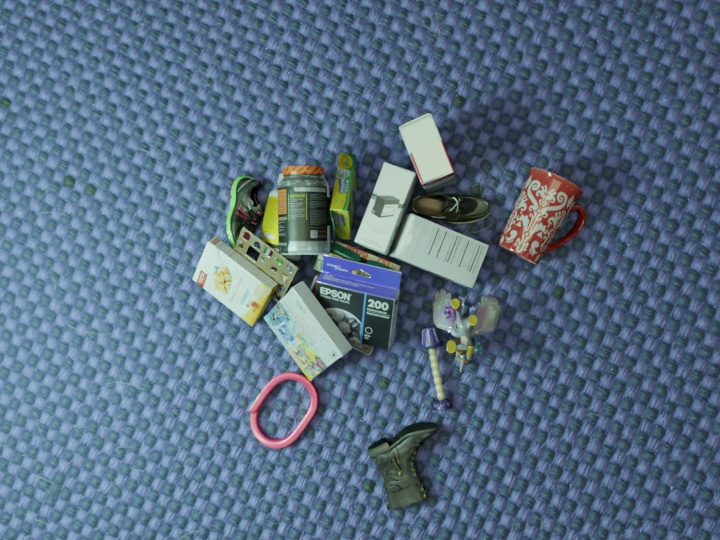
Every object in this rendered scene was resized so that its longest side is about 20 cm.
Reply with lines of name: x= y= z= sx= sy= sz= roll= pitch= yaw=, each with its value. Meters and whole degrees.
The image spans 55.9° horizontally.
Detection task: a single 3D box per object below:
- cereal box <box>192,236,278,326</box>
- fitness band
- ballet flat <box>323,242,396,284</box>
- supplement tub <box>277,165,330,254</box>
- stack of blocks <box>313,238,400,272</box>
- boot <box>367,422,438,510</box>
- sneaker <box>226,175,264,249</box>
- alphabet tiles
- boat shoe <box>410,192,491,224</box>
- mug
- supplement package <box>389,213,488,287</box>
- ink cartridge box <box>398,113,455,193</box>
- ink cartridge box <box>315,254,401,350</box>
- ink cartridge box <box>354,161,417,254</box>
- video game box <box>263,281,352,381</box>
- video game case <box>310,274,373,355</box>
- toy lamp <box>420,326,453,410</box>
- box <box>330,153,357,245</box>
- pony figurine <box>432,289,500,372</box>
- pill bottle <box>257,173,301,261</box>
cereal box: x=-0.313 y=0.028 z=1.682 sx=0.200 sy=0.040 sz=0.144 roll=36 pitch=128 yaw=5
fitness band: x=-0.193 y=0.348 z=1.700 sx=0.143 sy=0.037 sz=0.200 roll=36 pitch=93 yaw=3
ballet flat: x=0.000 y=0.000 z=1.626 sx=0.199 sy=0.071 sz=0.066 roll=27 pitch=118 yaw=8
supplement tub: x=-0.130 y=-0.137 z=1.566 sx=0.122 sy=0.123 sz=0.201 roll=0 pitch=92 yaw=5
stack of blocks: x=-0.012 y=0.007 z=1.680 sx=0.199 sy=0.059 sz=0.116 roll=22 pitch=91 yaw=5
boot: x=0.126 y=0.478 z=1.657 sx=0.199 sy=0.069 sz=0.175 roll=-25 pitch=92 yaw=8
sneaker: x=-0.286 y=-0.137 z=1.702 sx=0.083 sy=0.077 sz=0.201 roll=5 pitch=90 yaw=9
alphabet tiles: x=-0.253 y=0.011 z=1.668 sx=0.167 sy=0.008 sz=0.200 roll=36 pitch=130 yaw=5
boat shoe: x=0.221 y=-0.154 z=1.661 sx=0.199 sy=0.068 sz=0.072 roll=4 pitch=87 yaw=4
mug: x=0.437 y=-0.116 z=1.610 sx=0.177 sy=0.133 sz=0.201 roll=29 pitch=94 yaw=7
supplement package: x=0.185 y=-0.047 z=1.621 sx=0.199 sy=0.114 sz=0.110 roll=22 pitch=91 yaw=-5
ink cartridge box: x=0.162 y=-0.270 z=1.604 sx=0.083 sy=0.200 sz=0.146 roll=-22 pitch=86 yaw=8
ink cartridge box: x=-0.010 y=0.077 z=1.605 sx=0.197 sy=0.043 sz=0.201 roll=12 pitch=118 yaw=14
ink cartridge box: x=0.063 y=-0.144 z=1.634 sx=0.083 sy=0.145 sz=0.201 roll=21 pitch=90 yaw=6
video game box: x=-0.130 y=0.150 z=1.638 sx=0.200 sy=0.047 sz=0.182 roll=53 pitch=137 yaw=4
video game case: x=-0.041 y=0.110 z=1.668 sx=0.199 sy=0.017 sz=0.143 roll=25 pitch=120 yaw=5
toy lamp: x=0.184 y=0.237 z=1.658 sx=0.058 sy=0.058 sz=0.201 roll=-10 pitch=90 yaw=5
box: x=-0.040 y=-0.166 z=1.617 sx=0.048 sy=0.118 sz=0.201 roll=6 pitch=58 yaw=5
pony figurine: x=0.244 y=0.131 z=1.606 sx=0.166 sy=0.200 sz=0.194 roll=4 pitch=73 yaw=12
pill bottle: x=-0.181 y=-0.131 z=1.673 sx=0.112 sy=0.112 sz=0.201 roll=12 pitch=90 yaw=5
